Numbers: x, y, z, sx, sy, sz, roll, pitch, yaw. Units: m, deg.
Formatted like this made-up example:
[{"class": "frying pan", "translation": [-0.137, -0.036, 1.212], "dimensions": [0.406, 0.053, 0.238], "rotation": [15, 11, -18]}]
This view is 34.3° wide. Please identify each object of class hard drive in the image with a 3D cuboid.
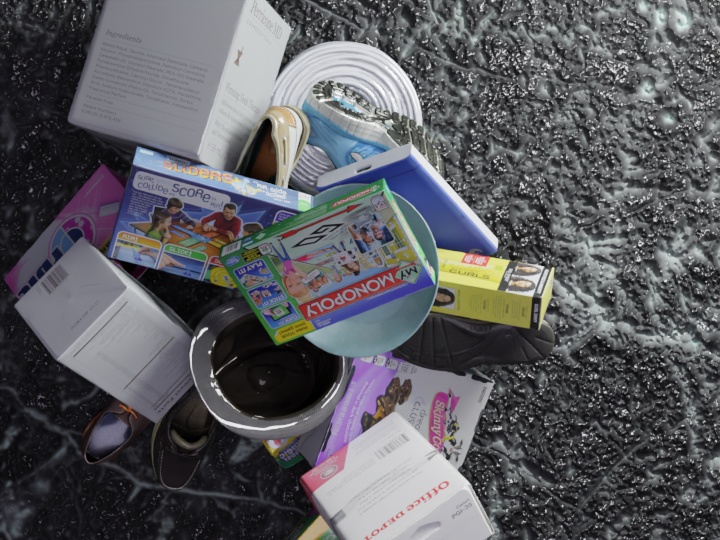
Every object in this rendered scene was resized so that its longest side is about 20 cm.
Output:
[{"class": "hard drive", "translation": [0.059, -0.066, 1.400], "dimensions": [0.132, 0.025, 0.200], "rotation": [-17, 139, 31]}]

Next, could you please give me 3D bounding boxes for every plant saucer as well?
[{"class": "plant saucer", "translation": [0.000, 0.000, 1.354], "dimensions": [0.201, 0.039, 0.201], "rotation": [0, 90, 20]}]

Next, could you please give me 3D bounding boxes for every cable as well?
[{"class": "cable", "translation": [-0.024, -0.180, 1.437], "dimensions": [0.200, 0.069, 0.200], "rotation": [-24, 99, -1]}]

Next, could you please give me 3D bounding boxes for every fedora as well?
[{"class": "fedora", "translation": [-0.116, 0.121, 1.376], "dimensions": [0.200, 0.090, 0.177], "rotation": [-23, 77, -31]}]

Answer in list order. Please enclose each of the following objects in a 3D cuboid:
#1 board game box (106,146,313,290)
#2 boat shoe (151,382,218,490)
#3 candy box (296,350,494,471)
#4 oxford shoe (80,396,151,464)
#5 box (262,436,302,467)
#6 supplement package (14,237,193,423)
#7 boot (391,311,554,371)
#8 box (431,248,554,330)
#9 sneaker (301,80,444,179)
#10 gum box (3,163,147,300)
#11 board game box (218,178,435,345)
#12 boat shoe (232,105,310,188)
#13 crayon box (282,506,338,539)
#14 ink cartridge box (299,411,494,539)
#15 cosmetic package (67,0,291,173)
[{"class": "board game box", "translation": [-0.168, -0.049, 1.295], "dimensions": [0.200, 0.034, 0.135], "rotation": [16, 128, -14]}, {"class": "boat shoe", "translation": [-0.218, 0.199, 1.450], "dimensions": [0.073, 0.065, 0.200], "rotation": [10, 117, -13]}, {"class": "candy box", "translation": [0.045, 0.181, 1.465], "dimensions": [0.200, 0.072, 0.168], "rotation": [17, 96, -25]}, {"class": "oxford shoe", "translation": [-0.275, 0.165, 1.460], "dimensions": [0.071, 0.073, 0.200], "rotation": [37, 93, -8]}, {"class": "box", "translation": [-0.105, 0.142, 1.486], "dimensions": [0.117, 0.048, 0.200], "rotation": [-33, 97, -1]}, {"class": "supplement package", "translation": [-0.277, 0.073, 1.347], "dimensions": [0.114, 0.110, 0.200], "rotation": [-46, 144, -4]}, {"class": "boot", "translation": [0.134, 0.060, 1.443], "dimensions": [0.200, 0.151, 0.073], "rotation": [-3, 110, 7]}, {"class": "box", "translation": [0.122, 0.016, 1.381], "dimensions": [0.200, 0.075, 0.050], "rotation": [10, 124, 17]}, {"class": "sneaker", "translation": [0.011, -0.144, 1.385], "dimensions": [0.200, 0.078, 0.090], "rotation": [29, 126, -15]}, {"class": "gum box", "translation": [-0.329, -0.013, 1.406], "dimensions": [0.200, 0.114, 0.066], "rotation": [-49, 144, 3]}, {"class": "board game box", "translation": [-0.036, -0.006, 1.285], "dimensions": [0.200, 0.029, 0.135], "rotation": [-22, 120, 15]}, {"class": "boat shoe", "translation": [-0.120, -0.094, 1.337], "dimensions": [0.075, 0.068, 0.200], "rotation": [22, 107, 20]}, {"class": "crayon box", "translation": [-0.038, 0.414, 1.522], "dimensions": [0.173, 0.058, 0.200], "rotation": [42, 92, -8]}, {"class": "ink cartridge box", "translation": [0.037, 0.267, 1.332], "dimensions": [0.146, 0.200, 0.083], "rotation": [-33, 117, -10]}, {"class": "cosmetic package", "translation": [-0.202, -0.225, 1.335], "dimensions": [0.166, 0.167, 0.200], "rotation": [16, 89, 13]}]
